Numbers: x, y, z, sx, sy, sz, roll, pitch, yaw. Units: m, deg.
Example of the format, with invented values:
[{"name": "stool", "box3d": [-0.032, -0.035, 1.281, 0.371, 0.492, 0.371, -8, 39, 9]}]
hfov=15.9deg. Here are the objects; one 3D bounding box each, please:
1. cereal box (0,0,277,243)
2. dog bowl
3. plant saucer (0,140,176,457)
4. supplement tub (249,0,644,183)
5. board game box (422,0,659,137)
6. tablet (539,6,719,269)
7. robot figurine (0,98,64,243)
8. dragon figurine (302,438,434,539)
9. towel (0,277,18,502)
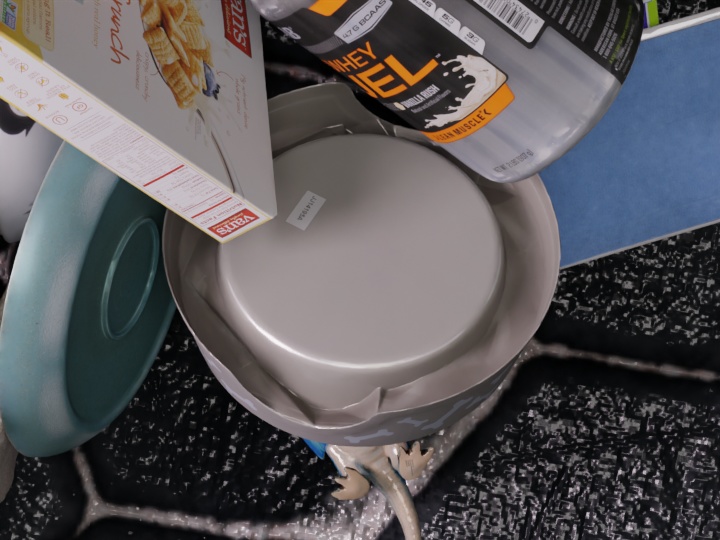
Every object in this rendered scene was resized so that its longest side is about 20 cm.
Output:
[{"name": "cereal box", "box3d": [-0.117, -0.117, 1.221, 0.039, 0.144, 0.200, -26, 141, 28]}, {"name": "dog bowl", "box3d": [0.000, 0.000, 1.303, 0.199, 0.059, 0.201, 1, 56, -1]}, {"name": "plant saucer", "box3d": [-0.124, 0.001, 1.290, 0.027, 0.200, 0.201, 16, 94, 14]}, {"name": "supplement tub", "box3d": [0.028, -0.142, 1.240, 0.200, 0.123, 0.123, 34, 92, -21]}, {"name": "board game box", "box3d": [0.078, -0.179, 1.326, 0.134, 0.045, 0.201, -13, 121, -3]}, {"name": "tablet", "box3d": [0.164, -0.075, 1.370, 0.199, 0.014, 0.130, -17, 124, -2]}, {"name": "robot figurine", "box3d": [-0.242, -0.065, 1.312, 0.199, 0.125, 0.151, -9, 101, -3]}, {"name": "dragon figurine", "box3d": [-0.008, 0.074, 1.374, 0.059, 0.099, 0.200, -29, 115, -3]}, {"name": "towel", "box3d": [-0.192, 0.085, 1.325, 0.034, 0.133, 0.201, 23, 93, -2]}]
